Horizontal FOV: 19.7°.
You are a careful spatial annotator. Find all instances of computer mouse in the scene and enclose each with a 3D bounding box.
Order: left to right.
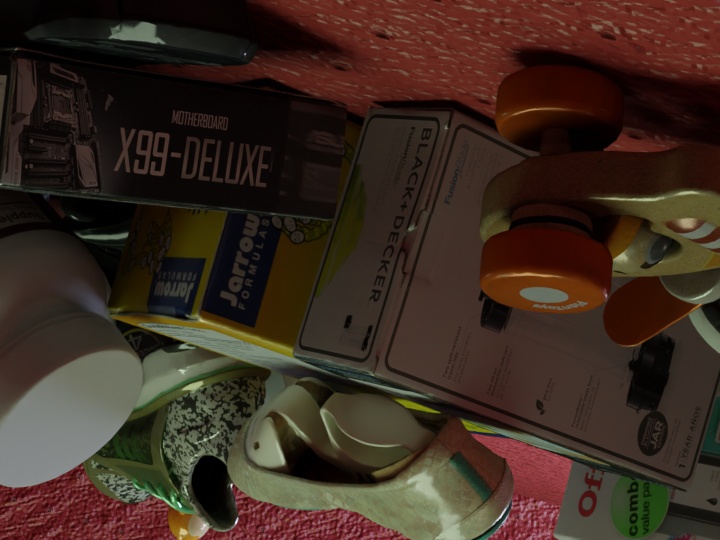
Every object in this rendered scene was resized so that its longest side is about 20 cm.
[{"bbox_3d":[-0.122,-0.103,0.735,0.139,0.047,0.200,7,-179,-23],"label":"computer mouse"}]

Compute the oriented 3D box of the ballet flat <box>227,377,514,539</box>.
[{"bbox_3d":[-0.006,0.074,0.934,0.199,0.068,0.063,5,139,52],"label":"ballet flat"}]

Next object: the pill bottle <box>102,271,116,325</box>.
[{"bbox_3d":[-0.237,0.023,1.105,0.198,0.107,0.106,11,170,29],"label":"pill bottle"}]

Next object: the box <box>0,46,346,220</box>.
[{"bbox_3d":[-0.128,-0.056,0.834,0.157,0.050,0.199,5,-178,-41],"label":"box"}]

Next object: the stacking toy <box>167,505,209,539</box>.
[{"bbox_3d":[-0.082,0.076,1.318,0.109,0.202,0.116,13,170,20],"label":"stacking toy"}]

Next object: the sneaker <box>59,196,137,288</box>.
[{"bbox_3d":[-0.128,-0.038,1.111,0.114,0.077,0.199,24,166,-33],"label":"sneaker"}]

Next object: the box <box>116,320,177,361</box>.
[{"bbox_3d":[-0.139,0.040,1.203,0.198,0.049,0.161,-22,-173,12],"label":"box"}]

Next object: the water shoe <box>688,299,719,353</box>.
[{"bbox_3d":[0.230,0.033,0.878,0.198,0.072,0.079,16,174,7],"label":"water shoe"}]

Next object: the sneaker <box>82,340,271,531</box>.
[{"bbox_3d":[-0.096,0.102,1.098,0.076,0.089,0.200,-7,160,-25],"label":"sneaker"}]

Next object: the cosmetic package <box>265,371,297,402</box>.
[{"bbox_3d":[0.041,0.050,1.131,0.198,0.051,0.082,-11,179,-18],"label":"cosmetic package"}]

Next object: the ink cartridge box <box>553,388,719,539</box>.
[{"bbox_3d":[0.228,0.097,1.038,0.145,0.148,0.199,22,169,-39],"label":"ink cartridge box"}]

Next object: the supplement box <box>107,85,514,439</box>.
[{"bbox_3d":[0.000,0.000,0.980,0.199,0.111,0.109,20,171,-28],"label":"supplement box"}]

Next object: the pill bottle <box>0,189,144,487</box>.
[{"bbox_3d":[-0.190,0.002,0.963,0.200,0.113,0.113,47,-173,27],"label":"pill bottle"}]

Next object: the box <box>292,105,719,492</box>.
[{"bbox_3d":[0.076,0.015,0.913,0.199,0.118,0.060,21,173,-37],"label":"box"}]

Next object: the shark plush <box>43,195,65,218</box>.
[{"bbox_3d":[-0.258,-0.018,1.454,0.198,0.084,0.091,11,170,32],"label":"shark plush"}]

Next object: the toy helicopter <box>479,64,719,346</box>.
[{"bbox_3d":[0.143,-0.014,0.756,0.198,0.080,0.132,1,161,16],"label":"toy helicopter"}]
